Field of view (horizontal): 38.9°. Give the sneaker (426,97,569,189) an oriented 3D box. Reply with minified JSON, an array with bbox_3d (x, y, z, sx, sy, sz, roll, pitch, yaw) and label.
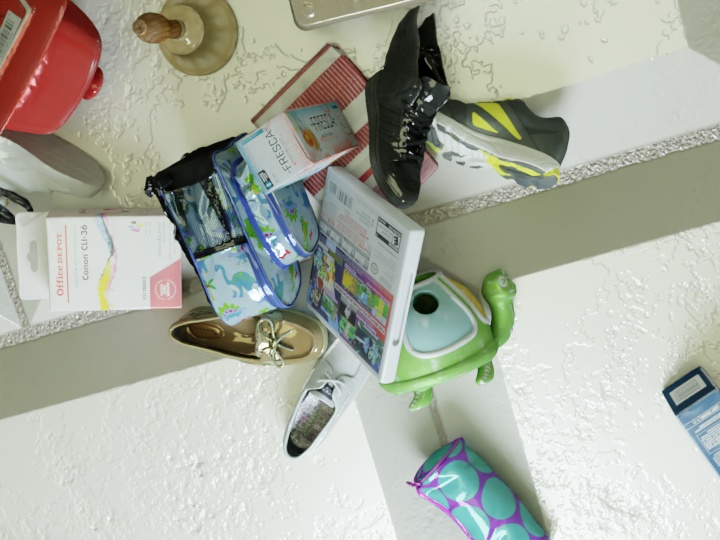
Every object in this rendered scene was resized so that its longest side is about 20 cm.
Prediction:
[{"bbox_3d":[0.149,-0.164,1.180,0.198,0.075,0.085,26,72,13],"label":"sneaker"}]

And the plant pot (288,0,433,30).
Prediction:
[{"bbox_3d":[-0.009,-0.358,1.079,0.197,0.178,0.202,-10,114,12],"label":"plant pot"}]

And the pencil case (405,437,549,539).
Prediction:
[{"bbox_3d":[0.152,0.304,1.252,0.092,0.085,0.200,-41,92,-15],"label":"pencil case"}]

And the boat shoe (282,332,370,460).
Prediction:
[{"bbox_3d":[-0.041,0.147,1.260,0.072,0.069,0.201,35,104,1],"label":"boat shoe"}]

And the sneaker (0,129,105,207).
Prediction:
[{"bbox_3d":[-0.423,-0.113,1.278,0.198,0.074,0.116,25,118,0],"label":"sneaker"}]

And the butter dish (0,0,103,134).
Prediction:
[{"bbox_3d":[-0.373,-0.248,1.207,0.201,0.147,0.200,-56,45,13],"label":"butter dish"}]

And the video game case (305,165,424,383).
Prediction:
[{"bbox_3d":[0.000,0.000,1.164,0.023,0.200,0.184,-3,116,-30],"label":"video game case"}]

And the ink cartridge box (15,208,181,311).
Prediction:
[{"bbox_3d":[-0.319,-0.014,1.242,0.197,0.067,0.118,-2,102,-12],"label":"ink cartridge box"}]

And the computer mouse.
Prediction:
[{"bbox_3d":[-0.394,-0.036,1.276,0.059,0.034,0.200,-41,111,6],"label":"computer mouse"}]

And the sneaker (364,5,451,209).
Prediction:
[{"bbox_3d":[0.057,-0.179,1.127,0.104,0.060,0.202,-27,64,43],"label":"sneaker"}]

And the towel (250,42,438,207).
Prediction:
[{"bbox_3d":[-0.019,-0.152,1.225,0.144,0.023,0.200,-41,91,16],"label":"towel"}]

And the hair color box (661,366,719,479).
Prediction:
[{"bbox_3d":[0.437,0.218,1.184,0.060,0.100,0.201,-35,94,12],"label":"hair color box"}]

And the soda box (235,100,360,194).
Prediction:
[{"bbox_3d":[-0.064,-0.139,1.122,0.068,0.200,0.064,-30,93,18],"label":"soda box"}]

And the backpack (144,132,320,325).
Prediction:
[{"bbox_3d":[-0.130,-0.049,1.180,0.145,0.183,0.202,-17,103,12],"label":"backpack"}]

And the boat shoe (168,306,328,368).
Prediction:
[{"bbox_3d":[-0.138,0.084,1.254,0.197,0.063,0.074,1,98,18],"label":"boat shoe"}]

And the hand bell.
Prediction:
[{"bbox_3d":[-0.214,-0.271,1.140,0.103,0.200,0.106,2,101,9],"label":"hand bell"}]

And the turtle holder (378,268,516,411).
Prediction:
[{"bbox_3d":[0.096,0.069,1.188,0.183,0.141,0.133,-18,97,13],"label":"turtle holder"}]
